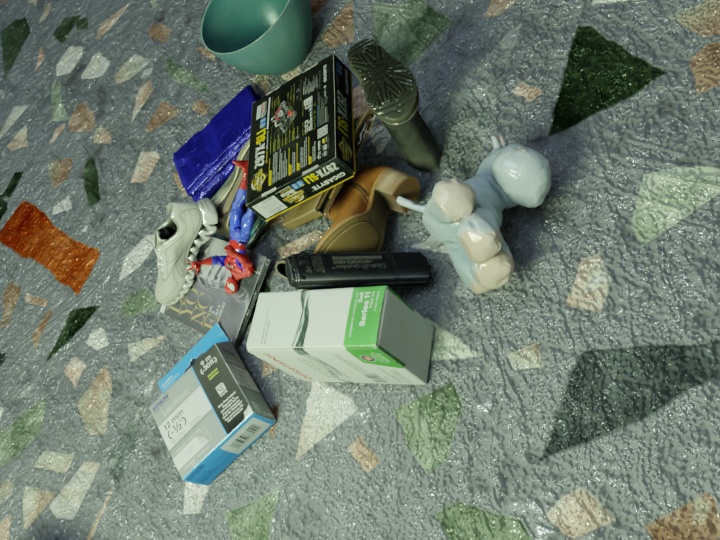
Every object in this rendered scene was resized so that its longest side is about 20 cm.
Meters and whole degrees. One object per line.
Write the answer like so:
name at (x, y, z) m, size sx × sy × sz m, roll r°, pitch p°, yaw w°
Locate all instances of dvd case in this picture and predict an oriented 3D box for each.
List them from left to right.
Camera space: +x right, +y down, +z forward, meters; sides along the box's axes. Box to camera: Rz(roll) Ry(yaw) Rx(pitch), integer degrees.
dvd case at (-0.239, 0.024, 1.251) m, size 0.199 × 0.016 × 0.150 m, roll 20°, pitch 89°, yaw 39°

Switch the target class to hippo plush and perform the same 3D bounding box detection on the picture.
hippo plush at (0.172, -0.075, 0.997) m, size 0.160 × 0.160 × 0.200 m, roll -35°, pitch 7°, yaw -9°

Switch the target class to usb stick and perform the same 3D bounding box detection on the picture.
usb stick at (0.000, 0.000, 1.031) m, size 0.033 × 0.198 × 0.056 m, roll 110°, pitch 151°, yaw -44°

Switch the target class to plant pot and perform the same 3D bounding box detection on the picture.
plant pot at (-0.160, -0.423, 1.370) m, size 0.198 × 0.135 × 0.202 m, roll -15°, pitch 58°, yaw 26°

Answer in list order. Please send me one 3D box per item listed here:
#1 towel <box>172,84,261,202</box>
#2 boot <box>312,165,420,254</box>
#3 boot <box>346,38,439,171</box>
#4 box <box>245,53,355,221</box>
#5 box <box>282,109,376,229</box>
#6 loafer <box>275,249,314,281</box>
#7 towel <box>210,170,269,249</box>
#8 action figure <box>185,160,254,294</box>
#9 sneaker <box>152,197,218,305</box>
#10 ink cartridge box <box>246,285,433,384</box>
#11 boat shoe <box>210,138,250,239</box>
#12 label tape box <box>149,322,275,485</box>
towel at (-0.244, -0.226, 1.379) m, size 0.200 × 0.049 × 0.148 m, roll -40°, pitch 52°, yaw 9°
boot at (-0.025, -0.082, 1.119) m, size 0.200 × 0.077 × 0.155 m, roll -49°, pitch 37°, yaw -16°
boot at (0.060, -0.200, 1.068) m, size 0.072 × 0.201 × 0.183 m, roll -24°, pitch 48°, yaw 5°
box at (-0.084, -0.188, 1.095) m, size 0.159 × 0.049 × 0.202 m, roll -25°, pitch 50°, yaw 29°
box at (-0.050, -0.144, 1.156) m, size 0.165 × 0.021 × 0.200 m, roll -64°, pitch 15°, yaw -11°
loafer at (-0.043, 0.025, 1.097) m, size 0.199 × 0.062 × 0.073 m, roll 24°, pitch 113°, yaw 43°
towel at (-0.180, -0.126, 1.287) m, size 0.200 × 0.022 × 0.147 m, roll -50°, pitch 50°, yaw 11°
action figure at (-0.195, -0.058, 1.156) m, size 0.065 × 0.099 × 0.202 m, roll 19°, pitch 108°, yaw 32°
sneaker at (-0.296, -0.030, 1.232) m, size 0.075 × 0.080 × 0.201 m, roll 49°, pitch 124°, yaw 35°
ink cartridge box at (-0.025, 0.087, 1.010) m, size 0.198 × 0.146 × 0.084 m, roll -4°, pitch 64°, yaw 30°
boat shoe at (-0.163, -0.134, 1.227) m, size 0.073 × 0.074 × 0.201 m, roll 43°, pitch 108°, yaw 30°
label tape box at (-0.230, 0.185, 1.137) m, size 0.143 × 0.066 × 0.200 m, roll -43°, pitch 57°, yaw 8°
